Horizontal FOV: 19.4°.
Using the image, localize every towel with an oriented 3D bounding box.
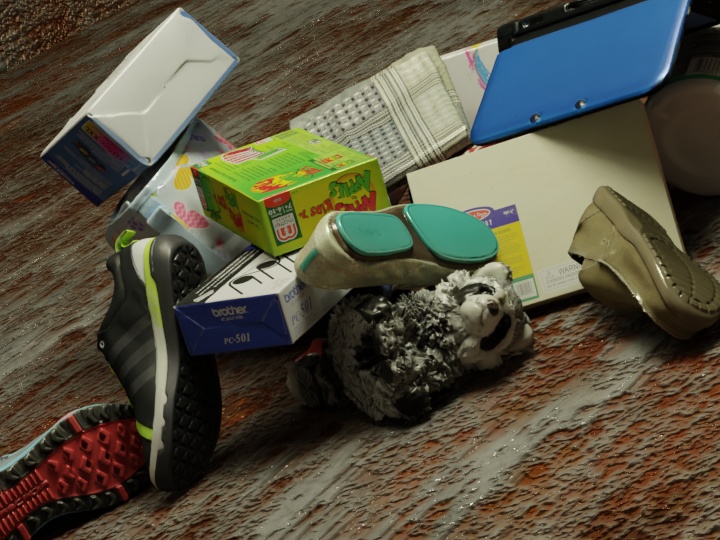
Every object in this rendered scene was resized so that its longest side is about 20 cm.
[{"bbox_3d":[-0.002,-0.114,1.830,0.192,0.035,0.200,-31,28,8],"label":"towel"}]

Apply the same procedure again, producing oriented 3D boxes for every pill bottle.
[{"bbox_3d":[0.311,-0.163,1.795,0.113,0.113,0.200,-12,31,30],"label":"pill bottle"}]

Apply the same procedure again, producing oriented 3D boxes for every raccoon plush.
[{"bbox_3d":[0.037,0.044,1.600,0.134,0.097,0.200,-22,14,-30],"label":"raccoon plush"}]

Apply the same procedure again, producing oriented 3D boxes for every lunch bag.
[{"bbox_3d":[-0.132,-0.031,1.860,0.127,0.169,0.200,-49,11,12],"label":"lunch bag"}]

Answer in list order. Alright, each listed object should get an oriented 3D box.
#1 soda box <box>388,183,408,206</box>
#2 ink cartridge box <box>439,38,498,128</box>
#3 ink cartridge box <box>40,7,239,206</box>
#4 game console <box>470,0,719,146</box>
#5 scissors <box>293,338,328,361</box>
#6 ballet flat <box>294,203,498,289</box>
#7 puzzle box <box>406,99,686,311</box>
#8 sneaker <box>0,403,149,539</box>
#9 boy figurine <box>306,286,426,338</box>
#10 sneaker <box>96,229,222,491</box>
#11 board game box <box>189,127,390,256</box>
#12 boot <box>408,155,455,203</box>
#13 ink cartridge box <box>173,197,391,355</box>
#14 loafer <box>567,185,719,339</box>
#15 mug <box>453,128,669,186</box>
[{"bbox_3d":[0.000,-0.072,1.959,0.064,0.068,0.200,-55,1,13],"label":"soda box"},{"bbox_3d":[0.128,-0.173,1.969,0.199,0.086,0.148,-14,3,14],"label":"ink cartridge box"},{"bbox_3d":[-0.203,-0.140,1.872,0.137,0.076,0.200,-52,13,-22],"label":"ink cartridge box"},{"bbox_3d":[0.209,-0.164,1.709,0.200,0.119,0.170,-14,-15,41],"label":"game console"},{"bbox_3d":[-0.035,0.058,1.767,0.073,0.014,0.200,-24,18,-5],"label":"scissors"},{"bbox_3d":[0.024,-0.014,1.592,0.200,0.068,0.062,3,-38,-49],"label":"ballet flat"},{"bbox_3d":[0.145,-0.043,1.659,0.199,0.134,0.025,-17,-11,14],"label":"puzzle box"},{"bbox_3d":[-0.248,0.155,1.619,0.199,0.080,0.095,-26,15,-16],"label":"sneaker"},{"bbox_3d":[0.000,0.000,1.784,0.124,0.065,0.200,5,17,10],"label":"boy figurine"},{"bbox_3d":[-0.158,0.069,1.600,0.083,0.201,0.072,-7,-10,29],"label":"sneaker"},{"bbox_3d":[-0.059,-0.066,1.684,0.101,0.048,0.200,-21,17,-15],"label":"board game box"},{"bbox_3d":[0.147,-0.110,1.988,0.199,0.070,0.132,-10,13,19],"label":"boot"},{"bbox_3d":[-0.052,0.002,1.621,0.094,0.044,0.200,-8,19,29],"label":"ink cartridge box"},{"bbox_3d":[0.206,0.005,1.541,0.068,0.076,0.200,-56,19,14],"label":"loafer"},{"bbox_3d":[0.156,-0.085,1.785,0.177,0.134,0.200,-14,21,30],"label":"mug"}]
